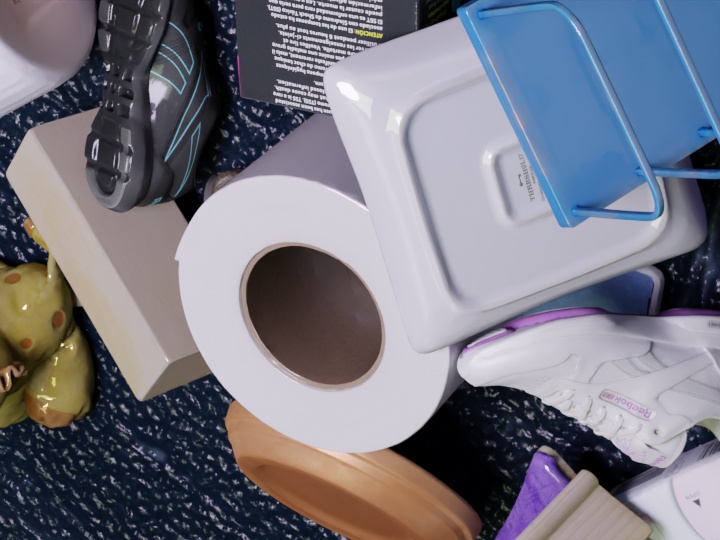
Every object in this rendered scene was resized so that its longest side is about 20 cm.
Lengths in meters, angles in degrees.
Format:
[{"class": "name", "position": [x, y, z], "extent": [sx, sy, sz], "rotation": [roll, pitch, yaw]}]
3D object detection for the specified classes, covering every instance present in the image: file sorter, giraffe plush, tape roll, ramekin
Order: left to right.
[{"class": "ramekin", "position": [-0.265, -0.197, 1.396], "extent": [0.098, 0.201, 0.201], "rotation": [-18, 107, 25]}, {"class": "giraffe plush", "position": [-0.293, 0.071, 1.589], "extent": [0.200, 0.162, 0.173], "rotation": [-26, 101, 40]}, {"class": "tape roll", "position": [0.000, 0.000, 1.365], "extent": [0.202, 0.139, 0.203], "rotation": [16, 124, 25]}, {"class": "file sorter", "position": [0.186, -0.129, 1.130], "extent": [0.139, 0.200, 0.123], "rotation": [63, 162, -14]}]

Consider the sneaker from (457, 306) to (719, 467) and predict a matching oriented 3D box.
[{"class": "sneaker", "position": [0.158, 0.073, 1.292], "extent": [0.075, 0.200, 0.100], "rotation": [154, 116, -71]}]

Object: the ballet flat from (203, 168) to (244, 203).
[{"class": "ballet flat", "position": [-0.065, 0.021, 1.488], "extent": [0.046, 0.067, 0.200], "rotation": [-5, 109, 23]}]

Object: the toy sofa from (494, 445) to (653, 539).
[{"class": "toy sofa", "position": [0.117, 0.219, 1.441], "extent": [0.098, 0.083, 0.200], "rotation": [40, 145, 14]}]

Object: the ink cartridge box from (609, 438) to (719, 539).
[{"class": "ink cartridge box", "position": [0.278, 0.204, 1.391], "extent": [0.162, 0.057, 0.200], "rotation": [-32, 93, 40]}]

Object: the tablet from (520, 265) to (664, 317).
[{"class": "tablet", "position": [0.105, 0.022, 1.411], "extent": [0.200, 0.014, 0.130], "rotation": [21, 126, 21]}]

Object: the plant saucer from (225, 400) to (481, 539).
[{"class": "plant saucer", "position": [-0.011, 0.155, 1.477], "extent": [0.200, 0.038, 0.200], "rotation": [25, 162, 9]}]

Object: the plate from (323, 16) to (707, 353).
[{"class": "plate", "position": [0.099, -0.061, 1.215], "extent": [0.200, 0.032, 0.200], "rotation": [-21, 116, -5]}]

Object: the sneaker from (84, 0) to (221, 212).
[{"class": "sneaker", "position": [-0.138, -0.140, 1.435], "extent": [0.075, 0.079, 0.200], "rotation": [28, 112, 46]}]

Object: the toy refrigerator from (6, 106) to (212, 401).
[{"class": "toy refrigerator", "position": [-0.168, -0.013, 1.478], "extent": [0.200, 0.076, 0.070], "rotation": [58, 142, 14]}]

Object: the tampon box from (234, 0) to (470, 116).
[{"class": "tampon box", "position": [0.011, -0.209, 1.244], "extent": [0.126, 0.150, 0.200], "rotation": [14, 124, 23]}]
